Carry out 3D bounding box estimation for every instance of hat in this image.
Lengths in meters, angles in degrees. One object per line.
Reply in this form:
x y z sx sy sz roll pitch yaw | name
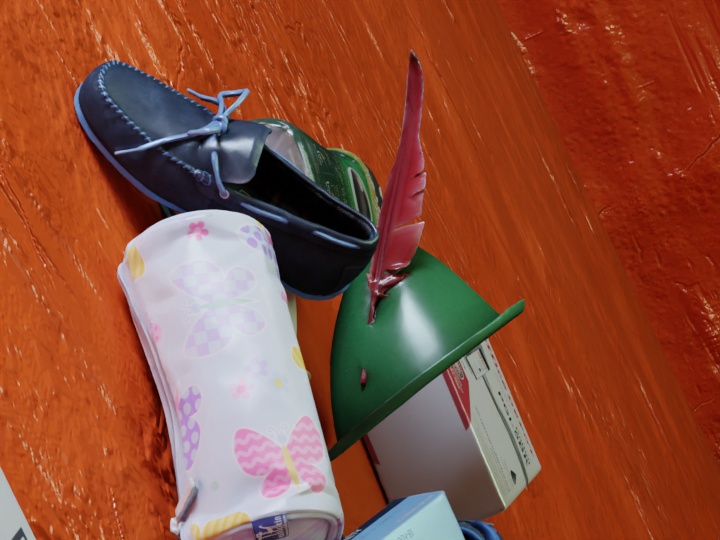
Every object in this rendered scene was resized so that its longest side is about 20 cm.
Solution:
0.000 0.000 1.458 0.176 0.200 0.166 53 -10 3 | hat

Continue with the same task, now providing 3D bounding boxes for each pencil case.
-0.072 0.067 1.188 0.083 0.090 0.201 81 -5 -63 | pencil case

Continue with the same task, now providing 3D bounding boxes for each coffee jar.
-0.042 -0.038 1.484 0.200 0.085 0.105 18 61 -73 | coffee jar

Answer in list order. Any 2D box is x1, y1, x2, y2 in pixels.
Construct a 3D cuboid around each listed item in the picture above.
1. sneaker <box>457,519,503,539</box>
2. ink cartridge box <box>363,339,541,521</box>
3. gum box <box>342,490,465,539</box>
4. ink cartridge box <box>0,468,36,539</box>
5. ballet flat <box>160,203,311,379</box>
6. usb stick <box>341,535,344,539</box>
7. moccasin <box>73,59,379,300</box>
0.068 0.200 1.481 0.200 0.074 0.083 -154 -139 -78 | sneaker
0.064 0.116 1.683 0.148 0.082 0.200 67 13 1 | ink cartridge box
0.022 0.247 1.178 0.170 0.044 0.201 -31 101 -45 | gum box
-0.163 0.122 0.731 0.201 0.075 0.165 65 14 -11 | ink cartridge box
-0.076 -0.007 1.344 0.069 0.063 0.201 38 32 -67 | ballet flat
-0.062 0.086 1.270 0.033 0.055 0.201 125 -54 -77 | usb stick
-0.072 -0.066 1.291 0.199 0.068 0.081 33 44 -19 | moccasin
